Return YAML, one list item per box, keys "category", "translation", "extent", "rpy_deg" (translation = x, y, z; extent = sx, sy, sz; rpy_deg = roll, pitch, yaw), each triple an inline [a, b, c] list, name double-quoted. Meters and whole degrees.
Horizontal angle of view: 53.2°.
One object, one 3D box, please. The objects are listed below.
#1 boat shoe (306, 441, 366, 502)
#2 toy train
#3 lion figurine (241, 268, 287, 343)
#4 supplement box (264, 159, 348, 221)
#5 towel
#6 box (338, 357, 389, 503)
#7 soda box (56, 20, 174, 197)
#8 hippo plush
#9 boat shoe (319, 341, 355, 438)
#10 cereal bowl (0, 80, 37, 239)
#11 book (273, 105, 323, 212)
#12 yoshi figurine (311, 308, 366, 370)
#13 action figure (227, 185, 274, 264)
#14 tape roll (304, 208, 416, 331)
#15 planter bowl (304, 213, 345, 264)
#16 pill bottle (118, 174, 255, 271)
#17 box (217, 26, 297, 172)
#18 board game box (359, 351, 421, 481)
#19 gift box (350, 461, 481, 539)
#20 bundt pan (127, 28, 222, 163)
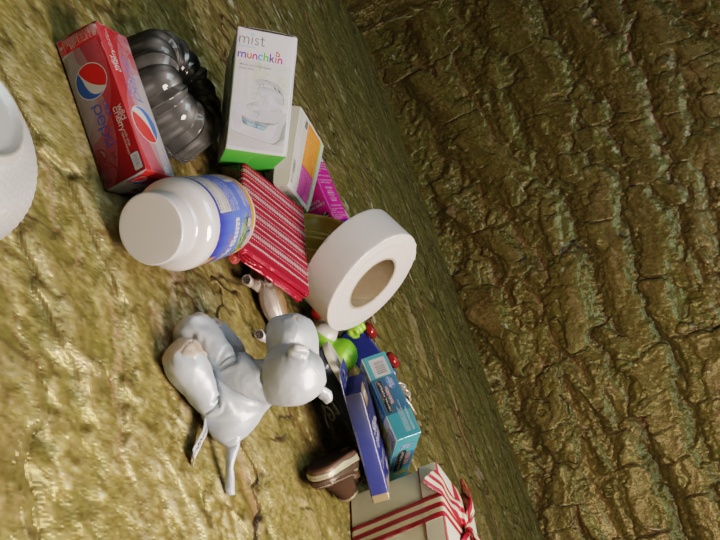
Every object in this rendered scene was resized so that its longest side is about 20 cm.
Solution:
- category: "boat shoe"
  translation: [-0.023, 0.313, 1.095]
  extent: [0.202, 0.073, 0.076]
  rpy_deg: [10, 63, -73]
- category: "toy train"
  translation: [0.031, 0.193, 1.384]
  extent: [0.201, 0.084, 0.116]
  rpy_deg: [52, -7, -4]
- category: "lion figurine"
  translation: [-0.133, 0.058, 1.126]
  extent: [0.122, 0.071, 0.205]
  rpy_deg: [19, 62, -83]
- category: "supplement box"
  translation: [-0.114, -0.164, 1.435]
  extent: [0.203, 0.100, 0.103]
  rpy_deg: [66, 16, 2]
- category: "towel"
  translation: [-0.136, -0.060, 1.102]
  extent: [0.144, 0.022, 0.202]
  rpy_deg: [39, 30, -37]
- category: "box"
  translation: [0.008, 0.241, 1.119]
  extent: [0.121, 0.032, 0.204]
  rpy_deg: [-70, 145, -84]
- category: "soda box"
  translation: [-0.301, -0.197, 0.889]
  extent: [0.203, 0.062, 0.070]
  rpy_deg: [69, 15, 8]
- category: "hippo plush"
  translation: [-0.126, 0.114, 0.846]
  extent: [0.160, 0.158, 0.202]
  rpy_deg: [55, 18, -37]
- category: "boat shoe"
  translation: [-0.041, 0.209, 1.197]
  extent: [0.075, 0.061, 0.202]
  rpy_deg: [-107, 175, -56]
- category: "cereal bowl"
  translation: [-0.341, -0.116, 0.588]
  extent: [0.202, 0.082, 0.202]
  rpy_deg: [58, 18, -31]
- category: "book"
  translation: [-0.110, -0.189, 1.267]
  extent: [0.200, 0.047, 0.137]
  rpy_deg: [60, 38, -80]
- category: "yoshi figurine"
  translation: [-0.038, 0.107, 1.282]
  extent: [0.202, 0.110, 0.114]
  rpy_deg: [-71, 158, -46]
- category: "action figure"
  translation: [-0.174, -0.070, 1.140]
  extent: [0.201, 0.064, 0.053]
  rpy_deg: [-72, 159, -58]
- category: "tape roll"
  translation: [0.000, 0.000, 1.183]
  extent: [0.071, 0.203, 0.202]
  rpy_deg: [42, 4, 26]
- category: "planter bowl"
  translation: [-0.091, -0.032, 1.268]
  extent: [0.201, 0.196, 0.085]
  rpy_deg: [-70, 171, -69]
- category: "pill bottle"
  translation: [-0.214, -0.061, 0.898]
  extent: [0.114, 0.110, 0.200]
  rpy_deg: [65, 15, -4]
- category: "box"
  translation: [-0.163, -0.257, 1.120]
  extent: [0.200, 0.095, 0.181]
  rpy_deg: [-174, -91, -75]
- category: "board game box"
  translation: [0.040, 0.258, 1.232]
  extent: [0.202, 0.046, 0.153]
  rpy_deg: [97, -27, -53]
- category: "gift box"
  translation: [0.095, 0.427, 1.117]
  extent: [0.201, 0.184, 0.186]
  rpy_deg: [55, 18, -39]
- category: "bundt pan"
  translation: [-0.274, -0.268, 1.073]
  extent: [0.204, 0.075, 0.203]
  rpy_deg: [59, 17, -30]
